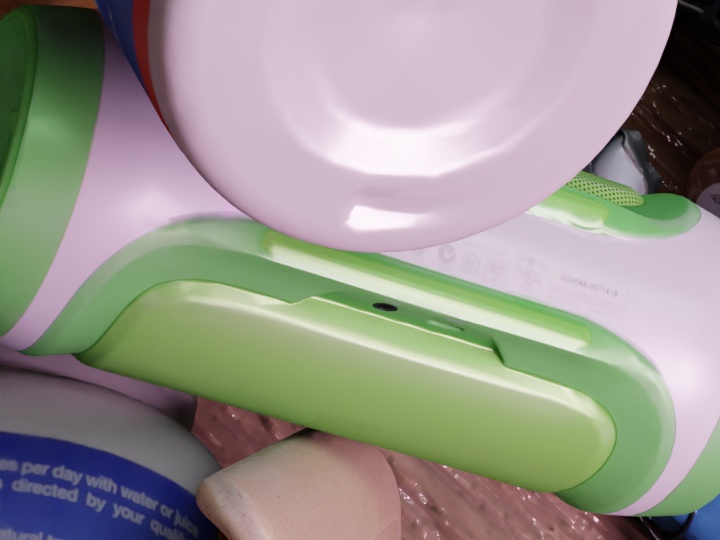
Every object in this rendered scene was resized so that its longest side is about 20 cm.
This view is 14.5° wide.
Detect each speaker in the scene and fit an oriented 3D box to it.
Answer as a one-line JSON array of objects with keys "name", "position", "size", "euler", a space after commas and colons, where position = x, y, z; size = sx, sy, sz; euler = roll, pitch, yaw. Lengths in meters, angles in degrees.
[{"name": "speaker", "position": [0.000, 0.000, 0.686], "size": [0.200, 0.088, 0.089], "euler": [17, 55, -21]}]

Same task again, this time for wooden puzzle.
[{"name": "wooden puzzle", "position": [-0.016, 0.141, 0.661], "size": [0.046, 0.185, 0.200], "euler": [-5, 90, 7]}]

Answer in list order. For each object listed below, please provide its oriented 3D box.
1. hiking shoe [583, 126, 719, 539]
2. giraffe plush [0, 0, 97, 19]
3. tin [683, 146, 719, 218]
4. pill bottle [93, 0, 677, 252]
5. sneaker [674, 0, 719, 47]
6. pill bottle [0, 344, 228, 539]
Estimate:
[{"name": "hiking shoe", "position": [0.072, 0.037, 0.875], "size": [0.087, 0.074, 0.200], "euler": [-26, 81, -13]}, {"name": "giraffe plush", "position": [-0.010, -0.120, 0.794], "size": [0.172, 0.162, 0.200], "euler": [12, 18, -5]}, {"name": "tin", "position": [0.152, 0.049, 0.856], "size": [0.042, 0.112, 0.200], "euler": [-23, 103, -8]}, {"name": "pill bottle", "position": [-0.018, -0.099, 0.626], "size": [0.112, 0.112, 0.200], "euler": [11, 26, -27]}, {"name": "sneaker", "position": [0.078, -0.105, 0.936], "size": [0.202, 0.077, 0.146], "euler": [35, 38, 2]}, {"name": "pill bottle", "position": [-0.088, 0.095, 0.695], "size": [0.112, 0.112, 0.200], "euler": [20, 54, -22]}]
